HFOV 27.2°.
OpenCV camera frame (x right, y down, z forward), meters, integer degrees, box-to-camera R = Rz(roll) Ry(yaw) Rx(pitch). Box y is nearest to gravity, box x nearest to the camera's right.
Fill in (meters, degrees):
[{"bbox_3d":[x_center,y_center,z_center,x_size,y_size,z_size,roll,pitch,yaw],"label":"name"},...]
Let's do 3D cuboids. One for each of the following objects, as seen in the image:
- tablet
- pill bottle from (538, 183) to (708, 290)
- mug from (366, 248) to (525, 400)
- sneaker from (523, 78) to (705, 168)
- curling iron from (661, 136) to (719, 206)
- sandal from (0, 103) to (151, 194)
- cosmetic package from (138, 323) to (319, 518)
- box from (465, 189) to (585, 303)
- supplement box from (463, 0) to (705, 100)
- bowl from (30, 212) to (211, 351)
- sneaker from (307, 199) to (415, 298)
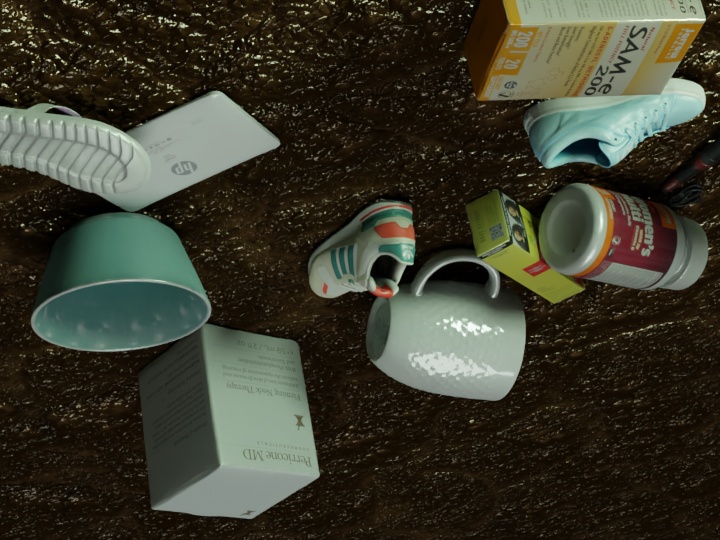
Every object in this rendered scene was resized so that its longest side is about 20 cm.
[{"bbox_3d":[-0.197,-0.121,1.561,0.199,0.014,0.130,-21,151,21],"label":"tablet"},{"bbox_3d":[0.321,-0.036,1.802,0.199,0.110,0.109,10,146,-35],"label":"pill bottle"},{"bbox_3d":[0.110,0.062,1.903,0.174,0.148,0.201,8,118,-19],"label":"mug"},{"bbox_3d":[0.279,-0.147,1.605,0.198,0.083,0.074,-11,154,2],"label":"sneaker"},{"bbox_3d":[0.414,-0.131,1.743,0.049,0.026,0.200,7,150,-17],"label":"curling iron"},{"bbox_3d":[-0.302,-0.133,1.469,0.201,0.050,0.083,14,131,-18],"label":"sandal"},{"bbox_3d":[-0.178,0.205,1.981,0.167,0.201,0.166,13,145,-39],"label":"cosmetic package"},{"bbox_3d":[0.203,-0.026,1.818,0.050,0.076,0.200,-25,148,26],"label":"box"},{"bbox_3d":[0.213,-0.229,1.435,0.198,0.074,0.126,-4,153,-13],"label":"supplement box"},{"bbox_3d":[-0.271,0.007,1.668,0.199,0.106,0.201,-8,156,-3],"label":"bowl"},{"bbox_3d":[0.001,0.000,1.772,0.070,0.094,0.200,9,147,-33],"label":"sneaker"}]
